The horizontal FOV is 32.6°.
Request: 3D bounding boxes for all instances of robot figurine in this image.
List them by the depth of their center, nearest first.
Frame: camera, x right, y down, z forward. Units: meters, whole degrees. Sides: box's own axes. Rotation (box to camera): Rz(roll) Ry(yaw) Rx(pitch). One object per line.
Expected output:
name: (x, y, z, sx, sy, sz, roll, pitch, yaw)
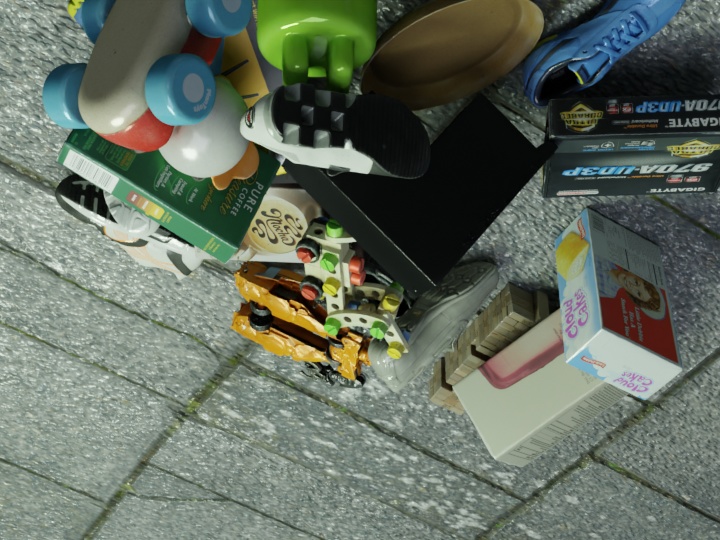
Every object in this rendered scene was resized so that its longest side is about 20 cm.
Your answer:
robot figurine: (-0.041, -0.267, 1.175, 0.173, 0.203, 0.116, 1, 161, -3)
robot figurine: (-0.064, 0.064, 1.511, 0.198, 0.058, 0.146, 23, 134, 13)

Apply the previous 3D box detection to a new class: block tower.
block tower: (0.161, 0.099, 1.575, 0.057, 0.054, 0.200, 25, 128, -19)

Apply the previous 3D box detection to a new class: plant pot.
plant pot: (0.089, -0.226, 1.247, 0.198, 0.028, 0.200, -19, 161, -6)

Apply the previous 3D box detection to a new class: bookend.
bookend: (0.059, -0.115, 1.265, 0.200, 0.199, 0.092, 43, 165, -3)

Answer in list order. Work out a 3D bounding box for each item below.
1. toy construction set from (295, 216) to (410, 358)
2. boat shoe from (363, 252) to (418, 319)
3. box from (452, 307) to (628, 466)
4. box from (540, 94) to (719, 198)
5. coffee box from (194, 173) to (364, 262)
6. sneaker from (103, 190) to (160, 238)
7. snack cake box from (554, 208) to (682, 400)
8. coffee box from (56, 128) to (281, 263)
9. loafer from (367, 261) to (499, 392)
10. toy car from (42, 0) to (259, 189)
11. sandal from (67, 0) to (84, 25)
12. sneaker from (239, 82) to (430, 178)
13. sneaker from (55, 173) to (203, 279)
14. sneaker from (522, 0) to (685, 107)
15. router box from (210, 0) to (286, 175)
toy construction set: (0.000, 0.000, 1.363, 0.130, 0.092, 0.202, 16, 127, 17)
boat shoe: (0.050, 0.049, 1.527, 0.073, 0.069, 0.200, -18, 128, 19)
box: (0.233, 0.137, 1.506, 0.199, 0.110, 0.128, -36, 156, 12)
box: (0.295, -0.131, 1.321, 0.197, 0.047, 0.159, -1, 160, 4)
coffee box: (-0.091, -0.076, 1.415, 0.197, 0.080, 0.114, 2, 132, 2)
sneaker: (-0.221, -0.105, 1.327, 0.077, 0.202, 0.100, -14, 140, 12)
snack cake box: (0.292, 0.036, 1.410, 0.114, 0.201, 0.067, 26, 129, -19)
coffee box: (-0.189, -0.108, 1.235, 0.198, 0.124, 0.044, 30, 145, -12)
loafer: (0.093, 0.065, 1.479, 0.199, 0.070, 0.070, -39, 120, -18)
toy car: (-0.159, -0.167, 1.173, 0.183, 0.179, 0.200, 3, 154, 39)
sandal: (-0.215, -0.304, 1.224, 0.199, 0.080, 0.087, -33, 126, 31)
sneaker: (-0.024, -0.130, 1.169, 0.198, 0.075, 0.088, 13, 168, -35)
sneaker: (-0.272, -0.046, 1.460, 0.198, 0.074, 0.080, 26, 131, -18)
sneaker: (0.253, -0.232, 1.257, 0.199, 0.079, 0.066, -32, 121, 26)
router box: (-0.136, -0.195, 1.289, 0.147, 0.051, 0.202, -11, 112, 8)
